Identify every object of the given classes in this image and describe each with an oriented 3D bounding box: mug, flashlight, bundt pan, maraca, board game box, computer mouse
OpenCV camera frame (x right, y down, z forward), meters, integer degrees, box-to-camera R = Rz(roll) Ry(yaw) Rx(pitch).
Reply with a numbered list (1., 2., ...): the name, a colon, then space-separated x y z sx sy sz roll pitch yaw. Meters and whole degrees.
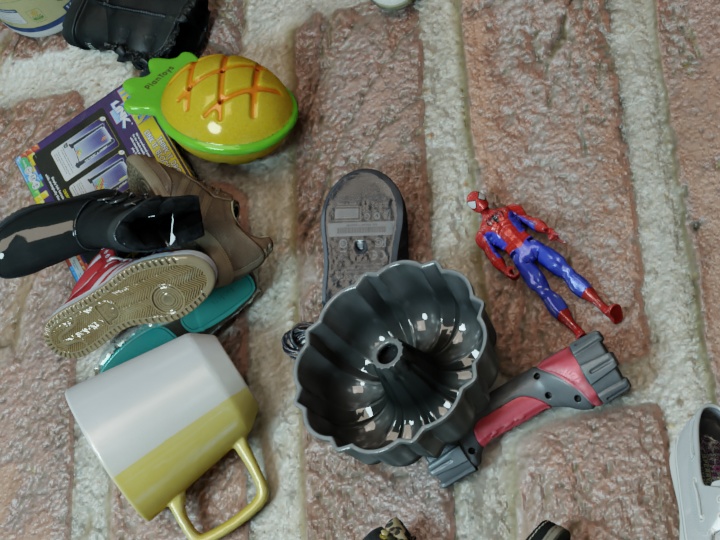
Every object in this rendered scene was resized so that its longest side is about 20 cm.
1. mug: -0.175 0.153 1.540 0.153 0.187 0.149 -33 26 -6
2. flashlight: 0.149 0.131 1.449 0.200 0.068 0.068 -33 26 8
3. bundt pan: 0.040 0.094 1.450 0.201 0.076 0.203 -17 51 22
4. maraca: -0.160 -0.179 1.678 0.199 0.107 0.137 24 47 24
5. board game box: -0.264 -0.087 1.710 0.165 0.057 0.200 -33 60 2
6. computer mouse: 0.000 0.000 1.576 0.138 0.053 0.201 3 80 20

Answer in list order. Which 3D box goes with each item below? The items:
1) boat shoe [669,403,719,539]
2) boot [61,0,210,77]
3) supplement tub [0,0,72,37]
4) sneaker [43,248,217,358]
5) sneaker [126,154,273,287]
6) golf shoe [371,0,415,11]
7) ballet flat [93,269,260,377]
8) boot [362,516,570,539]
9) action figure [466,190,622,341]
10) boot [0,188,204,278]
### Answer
1. boat shoe: 0.308 0.198 1.318 0.072 0.069 0.201 7 42 -2
2. boot: -0.241 -0.319 1.799 0.162 0.073 0.199 18 81 29
3. supplement tub: -0.401 -0.378 1.812 0.144 0.200 0.145 -8 64 17
4. sneaker: -0.217 0.010 1.562 0.199 0.071 0.113 -23 22 23
5. sneaker: -0.165 -0.056 1.603 0.075 0.071 0.200 -24 52 -27
6. golf shoe: 0.014 -0.374 1.716 0.072 0.092 0.201 -18 63 10
7. ballet flat: -0.188 0.053 1.621 0.200 0.072 0.072 -35 59 0
8. boot: 0.077 0.273 1.406 0.150 0.073 0.200 38 89 30
9. action figure: 0.167 -0.012 1.517 0.065 0.052 0.200 -44 57 2
10. boot: -0.262 -0.033 1.533 0.164 0.066 0.200 -29 22 -26
